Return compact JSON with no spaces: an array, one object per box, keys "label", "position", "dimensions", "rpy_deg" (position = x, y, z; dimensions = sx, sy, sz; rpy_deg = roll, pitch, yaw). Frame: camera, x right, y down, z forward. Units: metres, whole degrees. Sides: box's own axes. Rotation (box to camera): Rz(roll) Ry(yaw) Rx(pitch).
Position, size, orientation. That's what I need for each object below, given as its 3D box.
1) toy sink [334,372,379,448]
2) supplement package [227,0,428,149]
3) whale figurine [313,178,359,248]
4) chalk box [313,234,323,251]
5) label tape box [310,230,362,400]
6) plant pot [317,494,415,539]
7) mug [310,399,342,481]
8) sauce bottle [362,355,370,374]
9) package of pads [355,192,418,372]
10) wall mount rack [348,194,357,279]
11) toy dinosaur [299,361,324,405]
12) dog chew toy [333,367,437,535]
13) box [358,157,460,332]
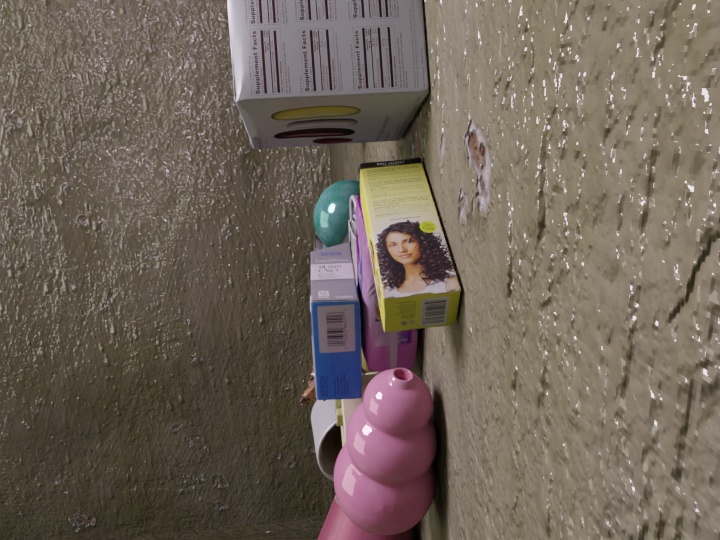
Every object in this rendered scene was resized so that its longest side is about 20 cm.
[{"label":"toy sink","position":[0.018,0.219,0.867],"dimensions":[0.131,0.109,0.204],"rpy_deg":[95,170,-60]},{"label":"supplement package","position":[-0.040,-0.238,0.672],"dimensions":[0.191,0.195,0.151],"rpy_deg":[150,116,-85]},{"label":"whale figurine","position":[-0.038,-0.105,1.078],"dimensions":[0.161,0.102,0.200],"rpy_deg":[-62,14,3]},{"label":"chalk box","position":[-0.055,0.022,1.505],"dimensions":[0.125,0.121,0.204],"rpy_deg":[96,170,-61]},{"label":"label tape box","position":[-0.036,0.053,0.797],"dimensions":[0.201,0.062,0.147],"rpy_deg":[-99,7,-63]},{"label":"plant pot","position":[0.004,0.442,0.880],"dimensions":[0.200,0.195,0.183],"rpy_deg":[161,119,-85]},{"label":"mug","position":[-0.030,0.330,1.176],"dimensions":[0.153,0.146,0.191],"rpy_deg":[-137,36,-65]},{"label":"sauce bottle","position":[0.025,0.140,0.985],"dimensions":[0.201,0.064,0.067],"rpy_deg":[87,176,-59]},{"label":"package of pads","position":[0.033,0.012,0.735],"dimensions":[0.121,0.074,0.204],"rpy_deg":[-104,11,-58]},{"label":"wall mount rack","position":[0.017,-0.039,0.941],"dimensions":[0.175,0.073,0.204],"rpy_deg":[-108,14,-56]},{"label":"toy dinosaur","position":[-0.042,0.143,0.984],"dimensions":[0.136,0.084,0.204],"rpy_deg":[97,-178,-60]},{"label":"dog chew toy","position":[0.035,0.202,0.674],"dimensions":[0.125,0.122,0.204],"rpy_deg":[-103,19,-61]},{"label":"box","position":[0.044,-0.034,0.594],"dimensions":[0.051,0.073,0.202],"rpy_deg":[88,174,-45]}]
